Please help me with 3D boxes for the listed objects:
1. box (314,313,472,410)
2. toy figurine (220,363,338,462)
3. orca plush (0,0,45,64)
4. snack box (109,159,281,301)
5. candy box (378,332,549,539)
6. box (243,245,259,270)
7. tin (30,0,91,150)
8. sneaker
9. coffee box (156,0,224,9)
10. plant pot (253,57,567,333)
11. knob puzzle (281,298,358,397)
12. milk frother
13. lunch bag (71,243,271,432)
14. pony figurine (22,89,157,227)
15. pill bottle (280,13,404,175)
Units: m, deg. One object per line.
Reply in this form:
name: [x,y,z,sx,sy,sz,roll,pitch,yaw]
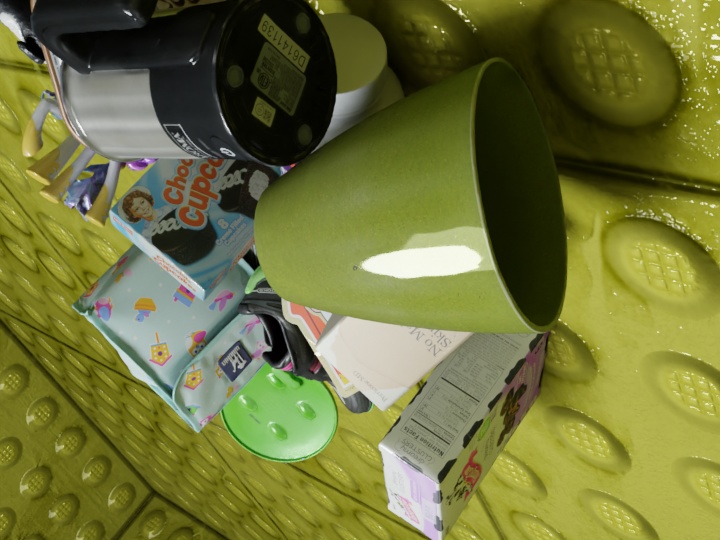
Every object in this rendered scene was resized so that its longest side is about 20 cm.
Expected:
box: [0.059,0.022,0.891,0.095,0.078,0.200,40,120,-5]
toy figurine: [-0.104,0.110,1.293,0.150,0.185,0.200,-38,107,25]
orca plush: [-0.363,-0.303,1.143,0.200,0.071,0.105,49,-159,-3]
snack box: [-0.128,-0.084,0.961,0.116,0.201,0.037,38,158,3]
candy box: [0.105,0.148,1.011,0.071,0.201,0.169,29,155,21]
box: [-0.072,0.000,1.163,0.162,0.086,0.201,32,155,18]
tin: [-0.237,-0.203,0.946,0.042,0.110,0.203,-97,-3,-62]
sneaker: [-0.059,0.084,1.075,0.201,0.084,0.076,50,155,-18]
coffee box: [-0.161,-0.221,0.885,0.079,0.113,0.201,20,148,38]
plant pot: [0.028,-0.035,0.741,0.197,0.189,0.188,-11,131,27]
knob puzzle: [0.000,0.000,0.976,0.216,0.030,0.224,4,103,18]
milk frother: [-0.114,-0.190,0.743,0.186,0.201,0.181,7,144,40]
lunch bag: [-0.183,0.055,1.105,0.201,0.171,0.121,50,162,-20]
pony figurine: [-0.274,-0.157,1.114,0.164,0.203,0.193,17,164,29]
pill bottle: [-0.017,-0.114,0.855,0.111,0.112,0.201,31,155,19]
